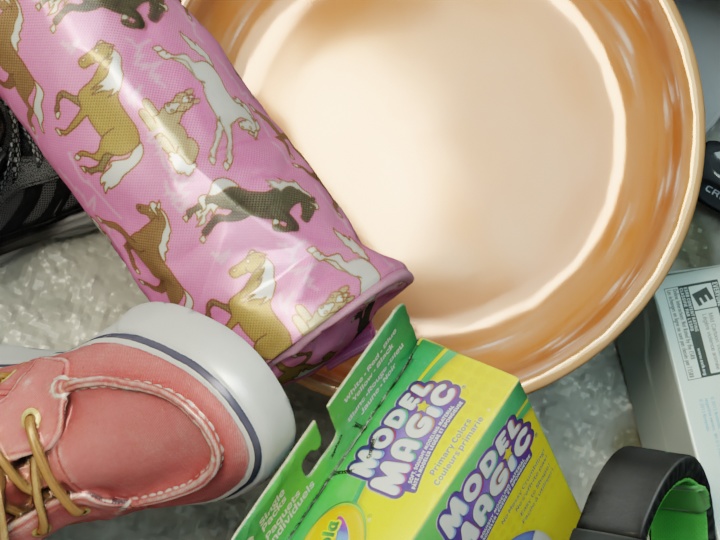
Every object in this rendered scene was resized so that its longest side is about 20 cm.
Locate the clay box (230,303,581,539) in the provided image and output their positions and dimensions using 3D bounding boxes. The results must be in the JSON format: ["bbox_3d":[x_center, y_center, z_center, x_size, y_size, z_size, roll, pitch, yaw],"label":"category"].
[{"bbox_3d":[0.027,0.112,0.924,0.047,0.200,0.115,22,66,31],"label":"clay box"}]

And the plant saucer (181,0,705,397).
[{"bbox_3d":[0.023,-0.048,0.964,0.199,0.037,0.201,0,84,2],"label":"plant saucer"}]

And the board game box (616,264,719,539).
[{"bbox_3d":[0.213,0.061,1.046,0.199,0.064,0.148,-9,77,-13],"label":"board game box"}]

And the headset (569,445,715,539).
[{"bbox_3d":[0.097,0.159,0.919,0.094,0.124,0.201,9,62,23],"label":"headset"}]

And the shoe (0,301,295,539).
[{"bbox_3d":[-0.108,0.068,0.899,0.091,0.200,0.072,-40,109,-33],"label":"shoe"}]

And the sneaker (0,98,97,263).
[{"bbox_3d":[-0.126,-0.051,0.979,0.200,0.114,0.076,-30,82,-19],"label":"sneaker"}]

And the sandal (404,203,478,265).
[{"bbox_3d":[0.038,-0.084,1.045,0.079,0.059,0.207,12,66,14],"label":"sandal"}]

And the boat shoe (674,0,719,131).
[{"bbox_3d":[0.123,-0.117,1.078,0.200,0.066,0.070,-57,132,-23],"label":"boat shoe"}]

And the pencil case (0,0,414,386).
[{"bbox_3d":[-0.068,-0.047,0.904,0.086,0.083,0.200,-32,82,-42],"label":"pencil case"}]

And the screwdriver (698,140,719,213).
[{"bbox_3d":[0.100,-0.064,1.078,0.199,0.029,0.028,31,70,-2],"label":"screwdriver"}]
